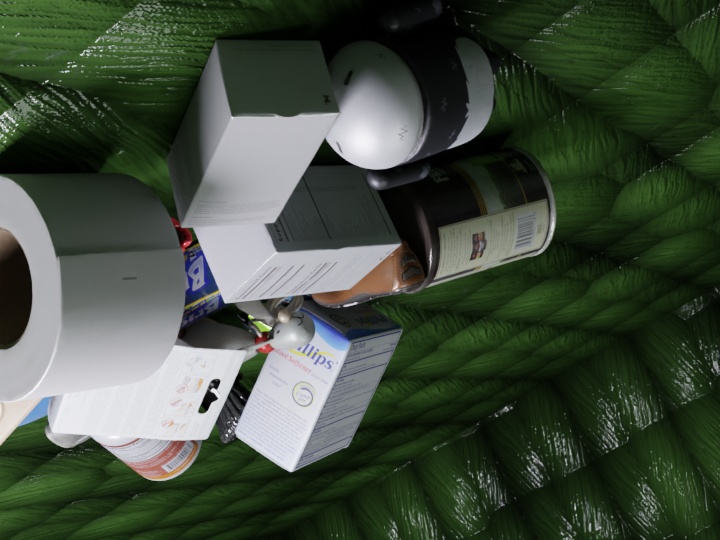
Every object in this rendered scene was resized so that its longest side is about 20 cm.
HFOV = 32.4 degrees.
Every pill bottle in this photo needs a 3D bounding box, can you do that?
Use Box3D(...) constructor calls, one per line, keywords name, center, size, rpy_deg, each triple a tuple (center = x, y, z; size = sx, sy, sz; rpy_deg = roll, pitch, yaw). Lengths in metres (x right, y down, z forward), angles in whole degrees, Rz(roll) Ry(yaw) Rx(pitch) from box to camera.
Box3D(name="pill bottle", center=(-0.294, 0.188, 1.612), size=(0.111, 0.113, 0.200), rpy_deg=(-27, 144, 4))

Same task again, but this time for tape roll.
Box3D(name="tape roll", center=(-0.275, 0.012, 1.142), size=(0.138, 0.204, 0.202), rpy_deg=(-5, 153, -48))

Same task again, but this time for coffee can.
Box3D(name="coffee can", center=(0.126, -0.066, 1.564), size=(0.198, 0.148, 0.147), rpy_deg=(-15, 160, -30))

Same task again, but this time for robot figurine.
Box3D(name="robot figurine", center=(0.046, -0.169, 1.183), size=(0.199, 0.152, 0.124), rpy_deg=(-23, 178, -41))

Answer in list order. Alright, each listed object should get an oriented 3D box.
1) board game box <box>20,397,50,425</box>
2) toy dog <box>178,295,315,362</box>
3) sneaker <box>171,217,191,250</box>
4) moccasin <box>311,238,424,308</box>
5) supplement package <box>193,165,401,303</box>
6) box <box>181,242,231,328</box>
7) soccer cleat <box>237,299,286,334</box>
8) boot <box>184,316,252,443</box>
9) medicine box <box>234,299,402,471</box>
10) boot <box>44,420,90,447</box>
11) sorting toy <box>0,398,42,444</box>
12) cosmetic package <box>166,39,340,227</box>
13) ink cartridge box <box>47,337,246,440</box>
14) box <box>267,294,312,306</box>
Box3D(name="board game box", center=(-0.414, 0.125, 1.542), size=(0.157, 0.039, 0.201), rpy_deg=(-11, 147, -44))
Box3D(name="toy dog", center=(-0.162, 0.074, 1.519), size=(0.199, 0.132, 0.097), rpy_deg=(-31, 129, 8))
Box3D(name="sneaker", center=(-0.220, -0.015, 1.353), size=(0.084, 0.077, 0.200), rpy_deg=(-29, 162, -9))
Box3D(name="moccasin", center=(-0.001, 0.000, 1.533), size=(0.073, 0.079, 0.201), rpy_deg=(-18, -179, -30))
Box3D(name="supplement package", center=(-0.072, -0.044, 1.407), size=(0.199, 0.115, 0.109), rpy_deg=(-5, 153, -46))
Box3D(name="box", center=(-0.240, 0.036, 1.477), size=(0.198, 0.071, 0.064), rpy_deg=(-26, 163, 2))
Box3D(name="soccer cleat", center=(-0.134, 0.070, 1.742), size=(0.068, 0.080, 0.200), rpy_deg=(-62, -172, -11))
Box3D(name="boot", center=(-0.200, 0.142, 1.673), size=(0.079, 0.158, 0.211), rpy_deg=(-34, 166, -10))
Box3D(name="medicine box", center=(-0.053, 0.147, 1.672), size=(0.202, 0.102, 0.182), rpy_deg=(-66, 160, 13))
Box3D(name="boot", center=(-0.361, 0.182, 1.754), size=(0.198, 0.073, 0.182), rpy_deg=(-21, 161, 8))
Box3D(name="sorting toy", center=(-0.413, 0.094, 1.283), size=(0.200, 0.037, 0.185), rpy_deg=(-43, 122, 15))
Box3D(name="cosmetic package", center=(-0.105, -0.124, 1.161), size=(0.106, 0.086, 0.200), rpy_deg=(-3, 153, -26))
Box3D(name="ink cartridge box", center=(-0.253, 0.128, 1.461), size=(0.198, 0.048, 0.161), rpy_deg=(6, 129, -28))
Box3D(name="box", center=(-0.049, -0.009, 1.649), size=(0.158, 0.046, 0.200), rpy_deg=(-30, 162, 14))
